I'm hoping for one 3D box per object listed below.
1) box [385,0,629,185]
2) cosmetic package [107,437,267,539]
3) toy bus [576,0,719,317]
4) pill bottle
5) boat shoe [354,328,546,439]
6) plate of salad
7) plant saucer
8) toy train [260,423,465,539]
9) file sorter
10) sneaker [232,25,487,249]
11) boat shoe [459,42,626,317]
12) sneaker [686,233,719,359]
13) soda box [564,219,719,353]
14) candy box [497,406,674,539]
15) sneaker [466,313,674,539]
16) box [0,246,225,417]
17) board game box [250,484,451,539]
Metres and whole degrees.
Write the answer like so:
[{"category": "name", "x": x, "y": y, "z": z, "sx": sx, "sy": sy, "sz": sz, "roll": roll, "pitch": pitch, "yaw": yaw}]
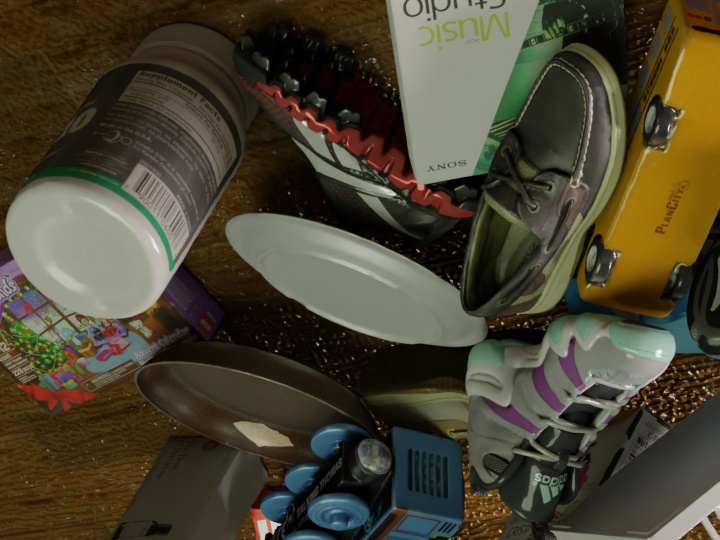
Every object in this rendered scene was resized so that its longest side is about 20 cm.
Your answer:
[{"category": "box", "x": 0.090, "y": -0.151, "z": 1.244, "sx": 0.144, "sy": 0.036, "sz": 0.201, "roll": -10, "pitch": 130, "yaw": 0}, {"category": "cosmetic package", "x": -0.152, "y": 0.215, "z": 1.603, "sx": 0.082, "sy": 0.200, "sz": 0.051, "roll": -3, "pitch": 127, "yaw": 27}, {"category": "toy bus", "x": 0.192, "y": -0.069, "z": 1.250, "sx": 0.065, "sy": 0.078, "sz": 0.201, "roll": 11, "pitch": 126, "yaw": -11}, {"category": "pill bottle", "x": -0.145, "y": -0.071, "z": 1.346, "sx": 0.113, "sy": 0.200, "sz": 0.113, "roll": 13, "pitch": 133, "yaw": 14}, {"category": "boat shoe", "x": 0.092, "y": 0.090, "z": 1.475, "sx": 0.199, "sy": 0.074, "sz": 0.067, "roll": -1, "pitch": 133, "yaw": 39}, {"category": "plate of salad", "x": 0.000, "y": 0.000, "z": 1.427, "sx": 0.199, "sy": 0.048, "sz": 0.200, "roll": 20, "pitch": 162, "yaw": 7}, {"category": "plant saucer", "x": -0.074, "y": 0.100, "z": 1.542, "sx": 0.199, "sy": 0.032, "sz": 0.200, "roll": 16, "pitch": 160, "yaw": 6}, {"category": "toy train", "x": -0.004, "y": 0.187, "z": 1.505, "sx": 0.114, "sy": 0.087, "sz": 0.200, "roll": 15, "pitch": 141, "yaw": -17}, {"category": "file sorter", "x": 0.255, "y": 0.164, "z": 1.322, "sx": 0.125, "sy": 0.200, "sz": 0.139, "roll": 58, "pitch": 159, "yaw": -7}, {"category": "sneaker", "x": -0.010, "y": -0.083, "z": 1.364, "sx": 0.200, "sy": 0.071, "sz": 0.098, "roll": 33, "pitch": 133, "yaw": -8}, {"category": "boat shoe", "x": 0.108, "y": -0.046, "z": 1.253, "sx": 0.072, "sy": 0.066, "sz": 0.201, "roll": 43, "pitch": 138, "yaw": 30}, {"category": "sneaker", "x": 0.260, "y": -0.033, "z": 1.233, "sx": 0.071, "sy": 0.083, "sz": 0.200, "roll": 46, "pitch": 112, "yaw": 25}, {"category": "soda box", "x": 0.239, "y": 0.010, "z": 1.337, "sx": 0.199, "sy": 0.064, "sz": 0.068, "roll": -1, "pitch": 129, "yaw": 25}, {"category": "candy box", "x": 0.146, "y": 0.199, "z": 1.425, "sx": 0.061, "sy": 0.200, "sz": 0.136, "roll": 36, "pitch": 159, "yaw": -12}, {"category": "sneaker", "x": 0.131, "y": 0.109, "z": 1.302, "sx": 0.077, "sy": 0.141, "sz": 0.200, "roll": 14, "pitch": 163, "yaw": -22}, {"category": "box", "x": -0.221, "y": 0.030, "z": 1.585, "sx": 0.200, "sy": 0.039, "sz": 0.137, "roll": -26, "pitch": 114, "yaw": 39}, {"category": "board game box", "x": 0.005, "y": 0.267, "z": 1.632, "sx": 0.151, "sy": 0.046, "sz": 0.201, "roll": -6, "pitch": 109, "yaw": 18}]
